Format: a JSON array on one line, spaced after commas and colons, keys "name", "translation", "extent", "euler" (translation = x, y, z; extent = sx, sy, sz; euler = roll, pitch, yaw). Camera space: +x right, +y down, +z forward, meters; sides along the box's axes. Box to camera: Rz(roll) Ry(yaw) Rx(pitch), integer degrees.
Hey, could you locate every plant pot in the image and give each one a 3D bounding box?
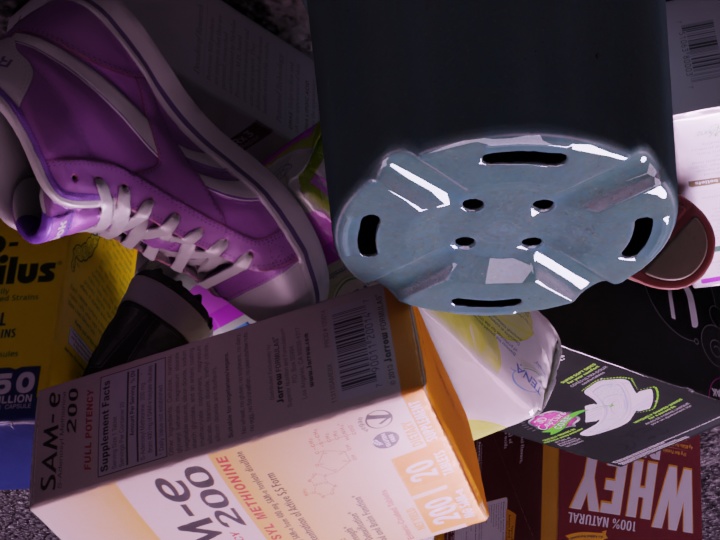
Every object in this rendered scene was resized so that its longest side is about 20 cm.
[{"name": "plant pot", "translation": [0.060, -0.099, 0.577], "extent": [0.198, 0.198, 0.201], "euler": [-1, 150, -1]}]

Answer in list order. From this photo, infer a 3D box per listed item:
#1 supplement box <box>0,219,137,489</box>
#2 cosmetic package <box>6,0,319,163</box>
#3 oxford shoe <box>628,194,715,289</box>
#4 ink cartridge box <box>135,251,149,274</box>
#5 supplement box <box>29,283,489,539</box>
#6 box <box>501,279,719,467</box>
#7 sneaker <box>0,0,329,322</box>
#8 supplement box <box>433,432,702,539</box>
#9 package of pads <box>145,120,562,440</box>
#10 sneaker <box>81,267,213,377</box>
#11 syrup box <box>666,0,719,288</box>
[{"name": "supplement box", "translation": [-0.212, 0.023, 0.775], "extent": [0.108, 0.202, 0.110], "euler": [-4, 151, 8]}, {"name": "cosmetic package", "translation": [-0.092, -0.093, 0.709], "extent": [0.101, 0.075, 0.199], "euler": [-27, 143, 37]}, {"name": "oxford shoe", "translation": [0.112, -0.048, 0.745], "extent": [0.199, 0.071, 0.075], "euler": [36, 180, 8]}, {"name": "ink cartridge box", "translation": [-0.208, 0.083, 0.952], "extent": [0.199, 0.050, 0.163], "euler": [-20, 108, 24]}, {"name": "supplement box", "translation": [-0.048, 0.095, 0.634], "extent": [0.198, 0.074, 0.126], "euler": [-18, 136, 9]}, {"name": "box", "translation": [0.144, 0.028, 0.847], "extent": [0.199, 0.150, 0.124], "euler": [20, 144, -33]}, {"name": "sneaker", "translation": [-0.104, -0.025, 0.587], "extent": [0.072, 0.115, 0.201], "euler": [-29, 110, 41]}, {"name": "supplement box", "translation": [0.164, 0.173, 1.022], "extent": [0.132, 0.199, 0.200], "euler": [12, 159, -21]}, {"name": "package of pads", "translation": [-0.001, 0.022, 0.708], "extent": [0.200, 0.068, 0.154], "euler": [43, 136, -19]}, {"name": "sneaker", "translation": [-0.130, 0.078, 0.736], "extent": [0.066, 0.091, 0.200], "euler": [31, 155, 10]}, {"name": "syrup box", "translation": [0.223, -0.072, 0.745], "extent": [0.081, 0.079, 0.200], "euler": [-9, 150, 13]}]
